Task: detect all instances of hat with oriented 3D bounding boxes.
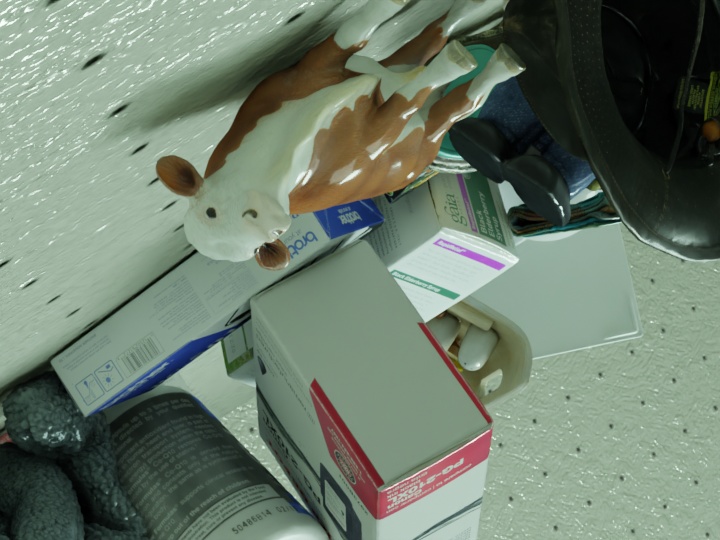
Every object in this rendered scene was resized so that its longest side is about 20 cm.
[{"bbox_3d":[0.116,-0.099,0.945,0.081,0.201,0.200,4,-157,39],"label":"hat"}]

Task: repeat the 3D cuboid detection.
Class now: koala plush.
[{"bbox_3d":[-0.241,0.177,1.282,0.177,0.184,0.200,-36,164,26],"label":"koala plush"}]

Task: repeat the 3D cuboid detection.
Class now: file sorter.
[{"bbox_3d":[0.100,0.007,1.707,0.200,0.139,0.125,-11,177,-9],"label":"file sorter"}]

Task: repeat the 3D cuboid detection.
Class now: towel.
[{"bbox_3d":[0.206,-0.050,1.345,0.200,0.022,0.147,-11,-178,-19],"label":"towel"}]

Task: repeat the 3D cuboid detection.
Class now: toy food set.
[{"bbox_3d":[0.014,0.043,1.546,0.060,0.200,0.144,-62,-173,-22],"label":"toy food set"}]

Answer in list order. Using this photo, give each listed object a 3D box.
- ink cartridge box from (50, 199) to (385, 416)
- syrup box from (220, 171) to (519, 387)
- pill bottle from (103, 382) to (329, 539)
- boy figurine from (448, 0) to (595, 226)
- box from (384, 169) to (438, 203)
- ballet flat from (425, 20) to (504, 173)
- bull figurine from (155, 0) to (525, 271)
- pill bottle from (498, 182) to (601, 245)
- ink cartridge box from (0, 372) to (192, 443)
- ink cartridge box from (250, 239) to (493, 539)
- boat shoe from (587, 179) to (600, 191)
[{"bbox_3d":[-0.087,0.013,1.309,0.200,0.044,0.094,-35,174,22],"label":"ink cartridge box"},{"bbox_3d":[0.000,0.000,1.397,0.200,0.079,0.081,-34,143,30],"label":"syrup box"},{"bbox_3d":[-0.121,0.147,1.397,0.114,0.200,0.114,-31,144,-25],"label":"pill bottle"},{"bbox_3d":[0.134,-0.115,1.038,0.200,0.124,0.064,-49,162,-6],"label":"boy figurine"},{"bbox_3d":[0.103,-0.120,1.278,0.200,0.038,0.137,-33,176,-18],"label":"box"},{"bbox_3d":[0.073,-0.098,1.137,0.200,0.068,0.075,-36,-174,-36],"label":"ballet flat"},{"bbox_3d":[-0.003,-0.062,0.878,0.121,0.065,0.200,-40,178,19],"label":"bull figurine"},{"bbox_3d":[0.141,-0.086,1.481,0.200,0.111,0.111,-30,175,-46],"label":"pill bottle"},{"bbox_3d":[-0.155,0.172,1.560,0.085,0.200,0.146,-36,176,32],"label":"ink cartridge box"},{"bbox_3d":[0.005,0.097,1.314,0.084,0.145,0.200,-28,156,-15],"label":"ink cartridge box"},{"bbox_3d":[0.140,-0.079,1.285,0.072,0.068,0.200,-35,176,18],"label":"boat shoe"}]
